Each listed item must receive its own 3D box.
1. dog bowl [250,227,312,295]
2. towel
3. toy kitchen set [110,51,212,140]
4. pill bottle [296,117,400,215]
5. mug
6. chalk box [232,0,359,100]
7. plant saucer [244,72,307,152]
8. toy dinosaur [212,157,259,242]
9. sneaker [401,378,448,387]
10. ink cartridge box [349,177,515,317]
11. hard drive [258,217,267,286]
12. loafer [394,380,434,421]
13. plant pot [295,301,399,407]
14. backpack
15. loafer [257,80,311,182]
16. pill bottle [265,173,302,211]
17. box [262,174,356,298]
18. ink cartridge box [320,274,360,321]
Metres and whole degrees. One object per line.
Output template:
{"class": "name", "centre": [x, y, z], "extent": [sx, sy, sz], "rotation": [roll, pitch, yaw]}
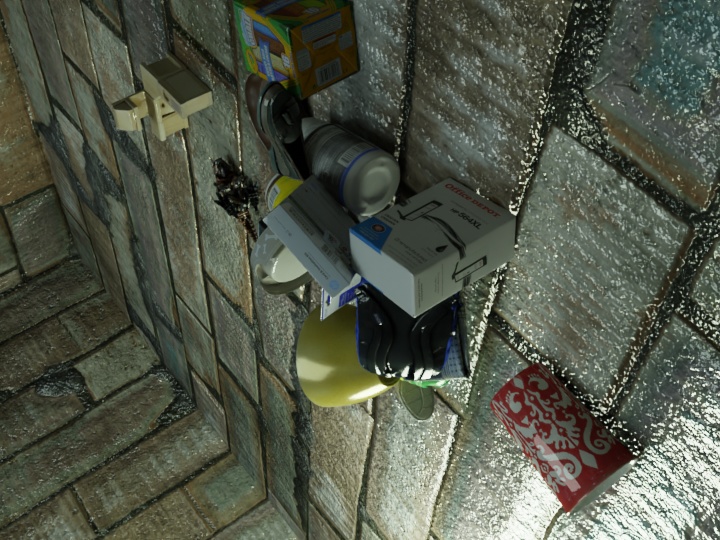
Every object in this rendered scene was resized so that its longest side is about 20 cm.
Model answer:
{"class": "dog bowl", "centre": [-0.127, -0.044, 1.716], "extent": [0.059, 0.200, 0.200], "rotation": [46, 152, 23]}
{"class": "towel", "centre": [0.119, 0.090, 1.521], "extent": [0.192, 0.034, 0.200], "rotation": [-15, 82, 59]}
{"class": "toy kitchen set", "centre": [-0.445, -0.344, 1.996], "extent": [0.180, 0.163, 0.200], "rotation": [44, 151, 29]}
{"class": "pill bottle", "centre": [-0.037, -0.181, 1.487], "extent": [0.200, 0.114, 0.114], "rotation": [36, 146, 41]}
{"class": "mug", "centre": [0.296, 0.261, 1.350], "extent": [0.200, 0.133, 0.178], "rotation": [51, 152, 24]}
{"class": "chalk box", "centre": [-0.114, -0.378, 1.401], "extent": [0.200, 0.125, 0.124], "rotation": [36, 146, 38]}
{"class": "plant saucer", "centre": [-0.151, -0.288, 1.672], "extent": [0.200, 0.034, 0.200], "rotation": [43, 151, 30]}
{"class": "toy dinosaur", "centre": [-0.274, -0.163, 2.002], "extent": [0.200, 0.102, 0.136], "rotation": [44, 172, -11]}
{"class": "sneaker", "centre": [0.142, 0.163, 1.610], "extent": [0.083, 0.074, 0.200], "rotation": [30, 151, -11]}
{"class": "ink cartridge box", "centre": [0.105, -0.039, 1.282], "extent": [0.146, 0.200, 0.084], "rotation": [36, 144, 39]}
{"class": "hard drive", "centre": [-0.143, -0.057, 1.784], "extent": [0.033, 0.139, 0.200], "rotation": [46, 152, 24]}
{"class": "loafer", "centre": [0.089, 0.200, 1.746], "extent": [0.063, 0.072, 0.200], "rotation": [150, 95, -82]}
{"class": "plant pot", "centre": [-0.001, 0.159, 1.630], "extent": [0.142, 0.200, 0.200], "rotation": [2, 122, 36]}
{"class": "backpack", "centre": [0.079, 0.065, 1.392], "extent": [0.162, 0.168, 0.200], "rotation": [8, 126, 9]}
{"class": "loafer", "centre": [-0.111, -0.215, 1.392], "extent": [0.063, 0.072, 0.200], "rotation": [33, 157, 21]}
{"class": "pill bottle", "centre": [-0.086, -0.089, 1.547], "extent": [0.109, 0.109, 0.200], "rotation": [86, 159, -44]}
{"class": "box", "centre": [-0.059, -0.058, 1.357], "extent": [0.041, 0.200, 0.156], "rotation": [-38, 98, 21]}
{"class": "ink cartridge box", "centre": [0.000, 0.000, 1.516], "extent": [0.039, 0.200, 0.100], "rotation": [44, 150, 25]}
